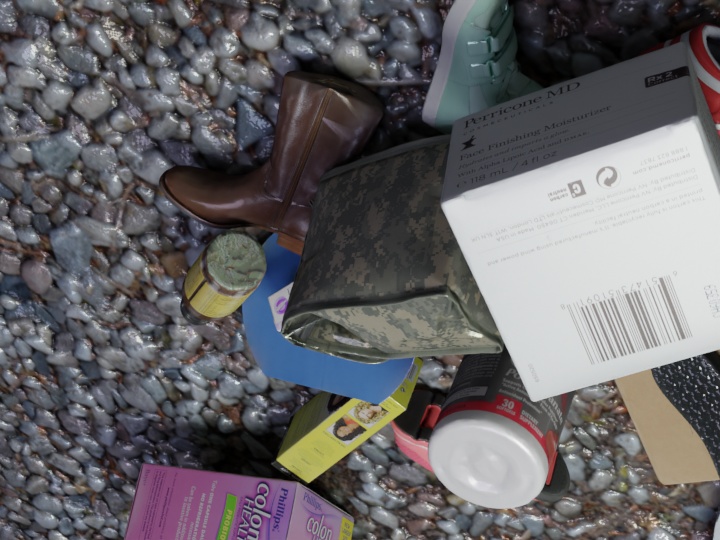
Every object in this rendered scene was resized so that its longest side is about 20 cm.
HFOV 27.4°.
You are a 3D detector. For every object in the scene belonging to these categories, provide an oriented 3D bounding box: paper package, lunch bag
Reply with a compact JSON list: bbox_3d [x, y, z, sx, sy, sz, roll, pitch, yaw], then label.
[{"bbox_3d":[0.330,0.082,1.315,0.189,0.104,0.201,-11,122,30],"label":"paper package"},{"bbox_3d":[0.031,-0.014,1.271,0.199,0.165,0.118,-6,147,34],"label":"lunch bag"}]

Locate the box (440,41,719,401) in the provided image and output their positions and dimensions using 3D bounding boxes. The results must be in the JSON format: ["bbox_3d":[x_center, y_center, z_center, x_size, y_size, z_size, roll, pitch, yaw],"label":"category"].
[{"bbox_3d":[0.189,-0.035,1.134,0.198,0.131,0.201,-18,118,18],"label":"box"}]

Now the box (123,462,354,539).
[{"bbox_3d":[-0.134,0.296,1.673,0.198,0.097,0.176,3,159,23],"label":"box"}]

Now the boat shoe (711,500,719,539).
[{"bbox_3d":[0.397,0.253,1.458,0.090,0.071,0.201,11,139,15],"label":"boat shoe"}]

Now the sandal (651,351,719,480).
[{"bbox_3d":[0.327,0.135,1.266,0.075,0.048,0.201,-27,101,39],"label":"sandal"}]

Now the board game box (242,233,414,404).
[{"bbox_3d":[-0.023,0.040,1.475,0.198,0.039,0.159,12,103,24],"label":"board game box"}]

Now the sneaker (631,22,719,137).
[{"bbox_3d":[0.304,-0.110,1.185,0.200,0.071,0.112,45,136,-13],"label":"sneaker"}]

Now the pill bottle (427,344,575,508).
[{"bbox_3d":[0.140,0.111,1.361,0.110,0.201,0.111,13,133,14],"label":"pill bottle"}]

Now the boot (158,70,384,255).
[{"bbox_3d":[-0.085,-0.118,1.369,0.185,0.065,0.201,19,135,-2],"label":"boot"}]

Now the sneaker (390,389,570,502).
[{"bbox_3d":[0.124,0.191,1.543,0.199,0.074,0.087,23,148,11],"label":"sneaker"}]

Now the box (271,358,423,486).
[{"bbox_3d":[-0.016,0.151,1.560,0.050,0.076,0.200,36,133,-12],"label":"box"}]

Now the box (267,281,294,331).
[{"bbox_3d":[0.000,0.000,1.406,0.199,0.039,0.041,-31,154,26],"label":"box"}]

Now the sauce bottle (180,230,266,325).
[{"bbox_3d":[-0.144,0.014,1.472,0.065,0.065,0.200,36,159,-7],"label":"sauce bottle"}]

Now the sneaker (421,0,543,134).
[{"bbox_3d":[0.126,-0.174,1.210,0.118,0.074,0.201,27,145,11],"label":"sneaker"}]
